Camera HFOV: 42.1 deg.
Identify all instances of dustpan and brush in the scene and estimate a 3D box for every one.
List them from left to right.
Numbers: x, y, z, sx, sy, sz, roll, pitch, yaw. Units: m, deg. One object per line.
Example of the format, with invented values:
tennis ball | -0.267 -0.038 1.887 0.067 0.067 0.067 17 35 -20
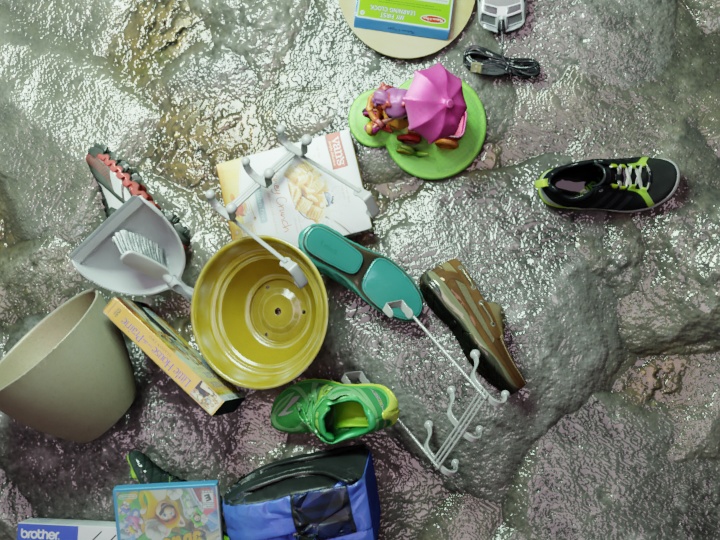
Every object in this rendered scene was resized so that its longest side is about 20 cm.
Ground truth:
dustpan and brush | -0.273 -0.001 1.270 0.139 0.199 0.058 -39 51 14

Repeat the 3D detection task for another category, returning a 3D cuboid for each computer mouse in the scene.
computer mouse | 0.200 -0.370 1.302 0.107 0.044 0.204 3 92 11

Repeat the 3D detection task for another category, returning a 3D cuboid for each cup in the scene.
cup | -0.386 0.146 1.263 0.199 0.201 0.144 -37 110 2

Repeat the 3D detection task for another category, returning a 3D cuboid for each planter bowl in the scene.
planter bowl | -0.125 0.056 1.274 0.196 0.083 0.205 -1 87 17

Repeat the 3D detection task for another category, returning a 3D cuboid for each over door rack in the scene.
over door rack | -0.093 -0.095 1.208 0.148 0.067 0.199 -43 57 -12
over door rack | 0.088 0.150 1.237 0.199 0.066 0.149 41 122 18

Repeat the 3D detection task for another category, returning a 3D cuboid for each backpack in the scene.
backpack | -0.075 0.331 1.218 0.196 0.162 0.171 -9 88 4

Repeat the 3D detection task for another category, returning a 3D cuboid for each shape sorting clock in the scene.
shape sorting clock | 0.065 -0.399 1.317 0.196 0.039 0.204 0 86 -2

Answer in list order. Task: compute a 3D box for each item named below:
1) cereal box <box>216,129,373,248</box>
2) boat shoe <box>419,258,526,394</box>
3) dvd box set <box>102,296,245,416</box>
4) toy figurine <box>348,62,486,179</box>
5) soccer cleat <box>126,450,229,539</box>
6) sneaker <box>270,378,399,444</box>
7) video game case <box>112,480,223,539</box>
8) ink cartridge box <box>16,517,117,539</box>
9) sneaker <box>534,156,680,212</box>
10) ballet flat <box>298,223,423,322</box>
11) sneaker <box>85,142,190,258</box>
cereal box | -0.091 -0.102 1.311 0.196 0.040 0.147 -15 84 5
boat shoe | 0.162 0.071 1.258 0.073 0.076 0.201 -36 89 -16
dvd box set | -0.246 0.116 1.258 0.199 0.146 0.029 42 88 8
toy figurine | 0.070 -0.214 1.231 0.196 0.184 0.153 10 87 7
soccer cleat | -0.241 0.316 1.289 0.081 0.068 0.201 -40 90 -8
sneaker | -0.046 0.186 1.243 0.197 0.083 0.076 -9 95 32
video game case | -0.252 0.384 1.250 0.140 0.018 0.204 -3 97 2
ink cartridge box | -0.376 0.399 1.301 0.196 0.044 0.096 2 85 6
sneaker | 0.331 -0.113 1.248 0.196 0.083 0.073 -7 86 5
ballet flat | 0.000 0.000 1.275 0.198 0.070 0.068 34 85 -12
sneaker | -0.332 -0.087 1.319 0.098 0.071 0.201 -41 84 -1
